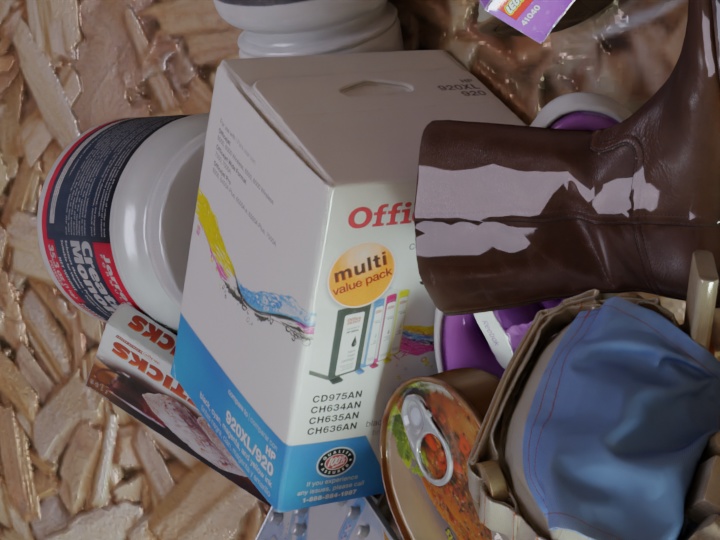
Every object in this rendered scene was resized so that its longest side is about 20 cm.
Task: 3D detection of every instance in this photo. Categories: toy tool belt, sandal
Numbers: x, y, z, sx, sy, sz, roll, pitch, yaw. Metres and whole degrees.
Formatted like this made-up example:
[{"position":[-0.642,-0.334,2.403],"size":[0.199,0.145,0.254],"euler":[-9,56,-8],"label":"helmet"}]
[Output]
[{"position":[0.111,0.095,0.951],"size":[0.123,0.124,0.201],"euler":[123,166,-53],"label":"toy tool belt"},{"position":[0.085,0.005,1.116],"size":[0.050,0.082,0.204],"euler":[-83,5,-60],"label":"sandal"}]

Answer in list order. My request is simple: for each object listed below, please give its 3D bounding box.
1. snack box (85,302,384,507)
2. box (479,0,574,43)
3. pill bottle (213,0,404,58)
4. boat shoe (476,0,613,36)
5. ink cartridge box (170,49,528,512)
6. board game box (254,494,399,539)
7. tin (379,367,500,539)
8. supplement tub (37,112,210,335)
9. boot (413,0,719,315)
[{"position":[-0.077,0.099,1.375],"size":[0.199,0.024,0.072],"euler":[33,140,5],"label":"snack box"},{"position":[0.083,-0.213,1.033],"size":[0.137,0.039,0.201],"euler":[-51,34,20],"label":"box"},{"position":[-0.037,-0.202,1.246],"size":[0.113,0.112,0.202],"euler":[28,135,57],"label":"pill bottle"},{"position":[0.112,-0.166,1.051],"size":[0.200,0.071,0.065],"euler":[-27,72,62],"label":"boat shoe"},{"position":[0.000,0.000,1.212],"size":[0.145,0.146,0.202],"euler":[47,136,48],"label":"ink cartridge box"},{"position":[-0.047,0.209,1.228],"size":[0.201,0.026,0.200],"euler":[-64,25,12],"label":"board game box"},{"position":[0.072,0.144,1.118],"size":[0.112,0.042,0.201],"euler":[-47,62,49],"label":"tin"},{"position":[-0.112,-0.029,1.422],"size":[0.200,0.139,0.142],"euler":[5,100,61],"label":"supplement tub"},{"position":[0.099,-0.069,1.028],"size":[0.199,0.064,0.188],"euler":[1,99,38],"label":"boot"}]
